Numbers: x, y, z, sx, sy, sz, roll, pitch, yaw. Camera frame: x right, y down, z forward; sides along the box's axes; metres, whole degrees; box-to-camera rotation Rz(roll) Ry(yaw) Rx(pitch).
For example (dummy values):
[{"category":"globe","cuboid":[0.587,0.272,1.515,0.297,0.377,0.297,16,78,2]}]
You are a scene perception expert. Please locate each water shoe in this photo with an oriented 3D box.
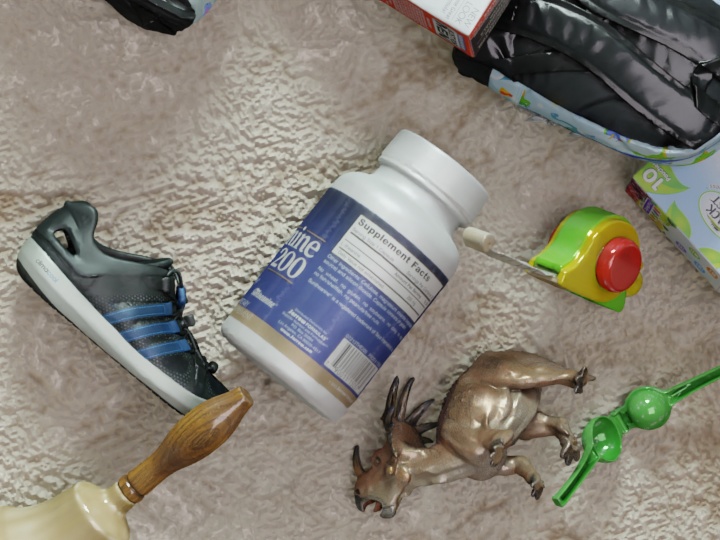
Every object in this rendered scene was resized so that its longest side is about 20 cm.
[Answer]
[{"category":"water shoe","cuboid":[-0.149,0.032,1.681,0.200,0.072,0.079,41,88,-16]}]

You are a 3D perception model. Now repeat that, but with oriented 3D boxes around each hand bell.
[{"category":"hand bell","cuboid":[-0.154,0.149,1.653,0.200,0.104,0.104,-39,106,12]}]

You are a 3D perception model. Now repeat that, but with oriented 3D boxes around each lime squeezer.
[{"category":"lime squeezer","cuboid":[0.211,0.114,1.809,0.200,0.071,0.038,-34,86,-17]}]

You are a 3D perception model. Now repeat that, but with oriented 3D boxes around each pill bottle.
[{"category":"pill bottle","cuboid":[0.000,0.000,1.711,0.111,0.111,0.200,40,84,-17]}]

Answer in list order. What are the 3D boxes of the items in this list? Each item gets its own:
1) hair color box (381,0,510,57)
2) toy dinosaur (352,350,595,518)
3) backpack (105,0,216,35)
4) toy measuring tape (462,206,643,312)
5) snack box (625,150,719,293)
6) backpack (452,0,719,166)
[{"category":"hair color box","cuboid":[0.025,-0.253,1.672,0.200,0.064,0.111,32,86,10]},{"category":"toy dinosaur","cuboid":[0.088,0.105,1.769,0.200,0.135,0.086,-41,138,-32]},{"category":"backpack","cuboid":[-0.159,-0.258,1.616,0.127,0.167,0.200,-48,112,-12]},{"category":"toy measuring tape","cuboid":[0.152,-0.022,1.753,0.200,0.074,0.074,22,90,-47]},{"category":"snack box","cuboid":[0.324,-0.078,1.804,0.200,0.053,0.142,-40,81,-8]},{"category":"backpack","cuboid":[0.193,-0.161,1.730,0.200,0.154,0.163,27,82,19]}]
